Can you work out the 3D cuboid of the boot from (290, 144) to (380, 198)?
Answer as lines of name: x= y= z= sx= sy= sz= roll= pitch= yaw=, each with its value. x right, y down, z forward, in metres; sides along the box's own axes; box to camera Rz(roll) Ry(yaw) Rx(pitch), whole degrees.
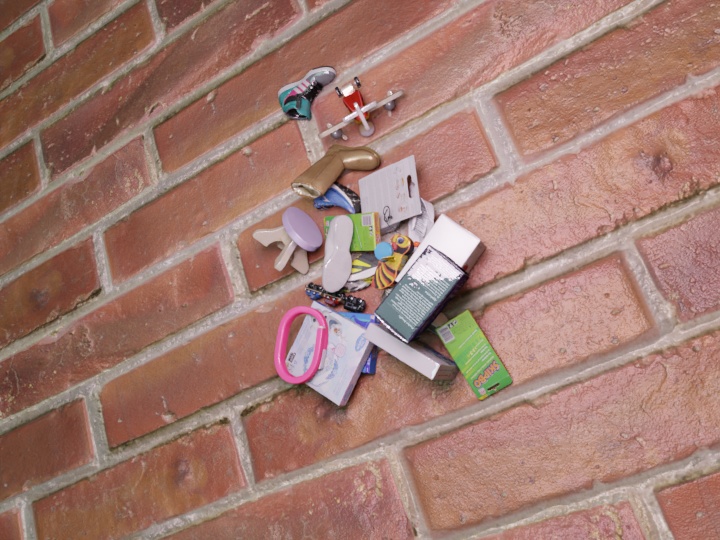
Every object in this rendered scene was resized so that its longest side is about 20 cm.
boot: x=-0.063 y=-0.259 z=1.694 sx=0.174 sy=0.066 sz=0.200 roll=11 pitch=44 yaw=29

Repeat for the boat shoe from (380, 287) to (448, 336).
boat shoe: x=0.139 y=0.108 z=1.595 sx=0.201 sy=0.072 sz=0.061 roll=35 pitch=117 yaw=18

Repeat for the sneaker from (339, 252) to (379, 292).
sneaker: x=0.000 y=0.000 z=1.685 sx=0.199 sy=0.075 sz=0.085 roll=-12 pitch=59 yaw=21

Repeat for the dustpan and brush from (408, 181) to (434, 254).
dustpan and brush: x=0.148 y=-0.153 z=1.631 sx=0.057 sy=0.140 sz=0.201 roll=15 pitch=50 yaw=-7

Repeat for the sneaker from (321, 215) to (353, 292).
sneaker: x=-0.067 y=-0.043 z=1.655 sx=0.088 sy=0.075 sz=0.202 roll=6 pitch=84 yaw=63

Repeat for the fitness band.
fitness band: x=-0.155 y=0.192 z=1.632 sx=0.143 sy=0.037 sz=0.202 roll=4 pitch=80 yaw=29

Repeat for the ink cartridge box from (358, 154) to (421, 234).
ink cartridge box: x=0.084 y=-0.192 z=1.653 sx=0.199 sy=0.050 sz=0.164 roll=-17 pitch=72 yaw=39

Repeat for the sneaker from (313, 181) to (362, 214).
sneaker: x=-0.078 y=-0.200 z=1.755 sx=0.200 sy=0.078 sz=0.090 roll=35 pitch=106 yaw=32

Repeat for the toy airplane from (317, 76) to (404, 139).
toy airplane: x=0.003 y=-0.422 z=1.716 sx=0.199 sy=0.142 sz=0.200 roll=7 pitch=51 yaw=38

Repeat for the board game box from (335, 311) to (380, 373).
board game box: x=-0.050 y=0.187 z=1.677 sx=0.199 sy=0.045 sz=0.153 roll=2 pitch=81 yaw=26

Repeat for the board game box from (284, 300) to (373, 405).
board game box: x=-0.080 y=0.212 z=1.636 sx=0.198 sy=0.043 sz=0.201 roll=27 pitch=93 yaw=29

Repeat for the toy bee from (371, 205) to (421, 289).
toy bee: x=0.090 y=-0.046 z=1.554 sx=0.108 sy=0.131 sz=0.202 roll=10 pitch=111 yaw=26

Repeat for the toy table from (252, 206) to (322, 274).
toy table: x=-0.189 y=-0.082 z=1.727 sx=0.184 sy=0.200 sz=0.117 roll=41 pitch=108 yaw=-9

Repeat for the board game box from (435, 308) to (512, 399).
board game box: x=0.272 y=0.201 z=1.511 sx=0.095 sy=0.030 sz=0.201 roll=-33 pitch=85 yaw=15

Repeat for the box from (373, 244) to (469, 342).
box: x=0.141 y=0.054 z=1.426 sx=0.104 sy=0.148 sz=0.200 roll=40 pitch=98 yaw=13

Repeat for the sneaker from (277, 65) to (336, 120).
sneaker: x=-0.151 y=-0.500 z=1.829 sx=0.199 sy=0.083 sz=0.122 roll=-21 pitch=67 yaw=28

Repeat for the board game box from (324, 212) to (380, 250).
board game box: x=-0.025 y=-0.100 z=1.678 sx=0.199 sy=0.030 sz=0.096 roll=0 pitch=96 yaw=45

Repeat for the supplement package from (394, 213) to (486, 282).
supplement package: x=0.200 y=-0.017 z=1.554 sx=0.119 sy=0.121 sz=0.201 roll=37 pitch=96 yaw=19

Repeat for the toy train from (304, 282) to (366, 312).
toy train: x=-0.073 y=0.075 z=1.705 sx=0.199 sy=0.034 sz=0.046 roll=17 pitch=83 yaw=32

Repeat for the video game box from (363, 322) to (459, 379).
video game box: x=0.127 y=0.195 z=1.519 sx=0.199 sy=0.182 sz=0.047 roll=30 pitch=96 yaw=26
